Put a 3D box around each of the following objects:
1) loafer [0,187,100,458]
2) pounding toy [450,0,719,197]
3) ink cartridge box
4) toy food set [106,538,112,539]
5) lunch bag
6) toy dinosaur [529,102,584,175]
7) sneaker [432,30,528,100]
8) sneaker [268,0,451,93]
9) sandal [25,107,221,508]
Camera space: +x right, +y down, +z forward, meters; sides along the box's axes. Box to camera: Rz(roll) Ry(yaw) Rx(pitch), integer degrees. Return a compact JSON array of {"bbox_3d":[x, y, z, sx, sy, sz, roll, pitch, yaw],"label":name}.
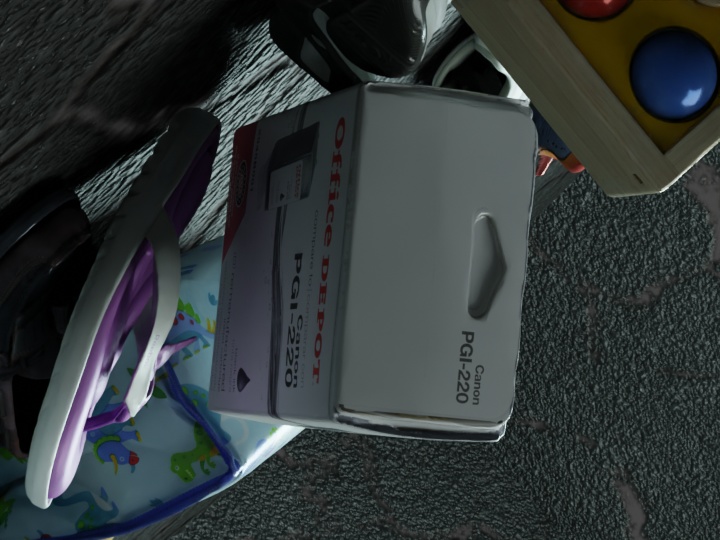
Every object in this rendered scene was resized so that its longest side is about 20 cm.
[{"bbox_3d":[-0.149,0.028,1.027,0.072,0.063,0.200,-40,175,-31],"label":"loafer"},{"bbox_3d":[0.171,-0.176,1.226,0.200,0.184,0.142,-41,-173,-7],"label":"pounding toy"},{"bbox_3d":[0.000,0.000,1.006,0.084,0.147,0.200,7,175,-20],"label":"ink cartridge box"},{"bbox_3d":[-0.121,0.080,1.381,0.198,0.049,0.200,-36,-160,29],"label":"toy food set"},{"bbox_3d":[-0.128,0.073,1.194,0.200,0.128,0.170,-32,-179,30],"label":"lunch bag"},{"bbox_3d":[0.156,-0.111,1.640,0.105,0.200,0.182,-32,-140,7],"label":"toy dinosaur"},{"bbox_3d":[0.073,-0.112,1.502,0.088,0.074,0.200,-39,164,-32],"label":"sneaker"},{"bbox_3d":[0.020,-0.142,0.946,0.115,0.076,0.200,-50,-176,-8],"label":"sneaker"},{"bbox_3d":[-0.095,0.014,0.994,0.083,0.050,0.203,100,10,-65],"label":"sandal"}]
